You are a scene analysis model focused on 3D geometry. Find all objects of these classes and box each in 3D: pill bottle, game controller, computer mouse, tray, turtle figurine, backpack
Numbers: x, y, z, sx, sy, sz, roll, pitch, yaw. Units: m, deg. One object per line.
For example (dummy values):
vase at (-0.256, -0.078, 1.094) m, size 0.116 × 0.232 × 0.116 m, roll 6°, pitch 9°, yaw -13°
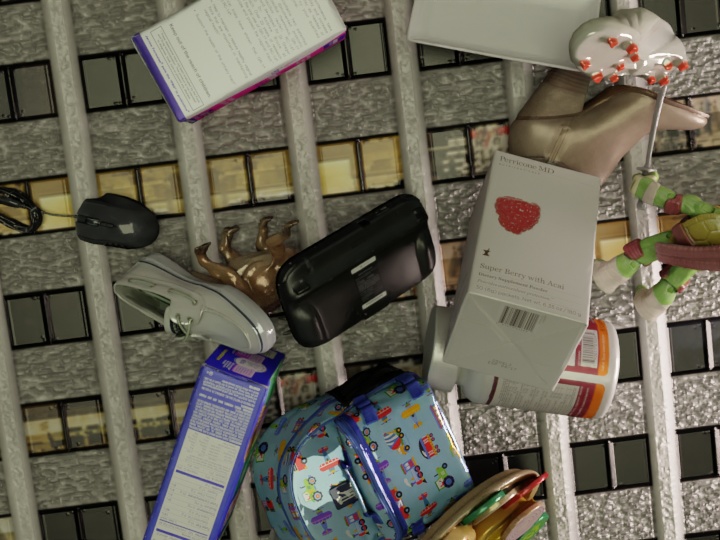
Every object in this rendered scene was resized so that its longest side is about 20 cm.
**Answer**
pill bottle at (0.172, 0.096, 1.147) m, size 0.198 × 0.110 × 0.111 m, roll 8°, pitch 97°, yaw -2°
game controller at (0.000, 0.000, 1.124) m, size 0.199 × 0.042 × 0.105 m, roll -31°, pitch 126°, yaw -27°
computer mouse at (-0.321, -0.060, 1.159) m, size 0.198 × 0.034 × 0.059 m, roll 8°, pitch 98°, yaw -1°
tray at (0.153, -0.266, 1.125) m, size 0.198 × 0.022 × 0.108 m, roll 10°, pitch 65°, yaw 2°
turtle figurine at (0.346, -0.052, 1.130) m, size 0.194 × 0.143 × 0.201 m, roll -46°, pitch 53°, yaw 36°
backpack at (-0.005, 0.214, 1.121) m, size 0.199 × 0.134 × 0.184 m, roll -23°, pitch 98°, yaw -20°

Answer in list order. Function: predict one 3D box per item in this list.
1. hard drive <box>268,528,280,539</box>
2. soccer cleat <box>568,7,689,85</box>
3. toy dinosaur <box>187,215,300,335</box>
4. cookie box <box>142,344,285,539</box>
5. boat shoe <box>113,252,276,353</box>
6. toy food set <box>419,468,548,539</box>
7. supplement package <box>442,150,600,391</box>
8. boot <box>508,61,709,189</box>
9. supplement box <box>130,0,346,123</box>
hard drive at (-0.042, 0.339, 1.127) m, size 0.131 × 0.200 × 0.026 m, roll 31°, pitch 95°, yaw -4°
soccer cleat at (0.268, -0.238, 1.086) m, size 0.069 × 0.199 × 0.078 m, roll -37°, pitch 67°, yaw 38°
toy dinosaur at (-0.106, 0.018, 1.151) m, size 0.198 × 0.086 × 0.137 m, roll -14°, pitch 104°, yaw 6°
cookie box at (-0.152, 0.187, 1.124) m, size 0.075 × 0.171 × 0.202 m, roll 20°, pitch 97°, yaw 0°
boat shoe at (-0.179, 0.048, 1.113) m, size 0.199 × 0.067 × 0.074 m, roll 23°, pitch 135°, yaw 34°
toy food set at (0.127, 0.288, 1.136) m, size 0.198 × 0.200 × 0.049 m, roll -41°, pitch 62°, yaw -5°
supplement package at (0.166, -0.003, 1.076) m, size 0.120 × 0.201 × 0.120 m, roll 14°, pitch 140°, yaw 1°
boot at (0.260, -0.134, 1.145) m, size 0.198 × 0.070 × 0.147 m, roll 19°, pitch 98°, yaw 2°
supplement box at (-0.123, -0.245, 1.106) m, size 0.199 × 0.101 × 0.104 m, roll -30°, pitch 97°, yaw 3°
